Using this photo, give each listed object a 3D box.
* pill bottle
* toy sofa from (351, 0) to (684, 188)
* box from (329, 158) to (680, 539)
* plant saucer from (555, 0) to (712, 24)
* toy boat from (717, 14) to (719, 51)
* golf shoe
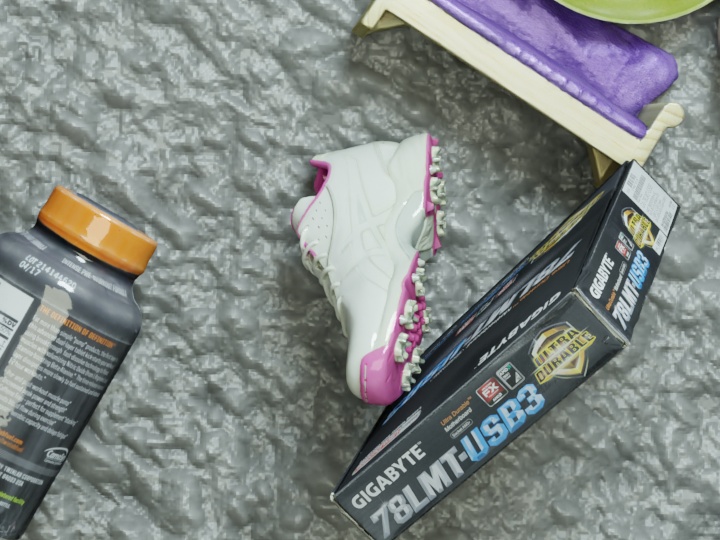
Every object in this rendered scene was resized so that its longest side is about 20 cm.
[{"bbox_3d":[-0.199,0.051,1.364,0.106,0.106,0.201,31,90,-5],"label":"pill bottle"},{"bbox_3d":[0.100,-0.136,1.391,0.200,0.083,0.098,33,91,-5],"label":"toy sofa"},{"bbox_3d":[0.086,0.045,1.306,0.050,0.199,0.200,45,118,-4],"label":"box"},{"bbox_3d":[0.159,-0.249,1.403,0.199,0.031,0.201,0,88,-14],"label":"plant saucer"},{"bbox_3d":[0.324,-0.164,1.394,0.130,0.131,0.200,21,116,-47],"label":"toy boat"},{"bbox_3d":[0.000,0.000,1.359,0.091,0.201,0.076,2,134,8],"label":"golf shoe"}]
